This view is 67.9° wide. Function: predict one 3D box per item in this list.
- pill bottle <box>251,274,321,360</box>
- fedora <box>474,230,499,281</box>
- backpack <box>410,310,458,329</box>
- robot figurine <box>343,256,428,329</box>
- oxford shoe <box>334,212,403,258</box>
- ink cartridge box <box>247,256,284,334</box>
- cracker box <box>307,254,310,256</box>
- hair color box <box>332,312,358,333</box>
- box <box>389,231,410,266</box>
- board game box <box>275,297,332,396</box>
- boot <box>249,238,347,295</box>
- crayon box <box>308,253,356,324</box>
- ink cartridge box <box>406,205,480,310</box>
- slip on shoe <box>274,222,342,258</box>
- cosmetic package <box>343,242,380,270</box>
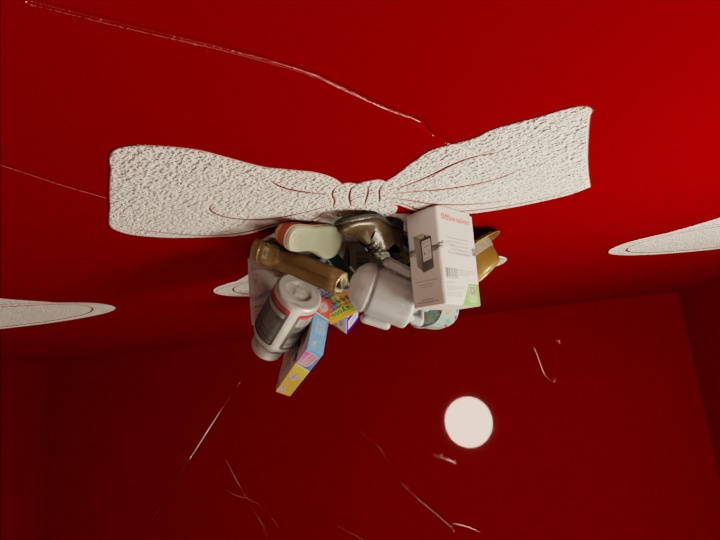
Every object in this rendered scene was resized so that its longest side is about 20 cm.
[{"bbox_3d":[-0.177,0.113,1.215,0.109,0.112,0.201,3,135,-38],"label":"pill bottle"},{"bbox_3d":[0.285,-0.015,1.344,0.199,0.082,0.201,-34,167,-9],"label":"fedora"},{"bbox_3d":[0.205,0.074,1.602,0.149,0.205,0.176,4,165,-41],"label":"backpack"},{"bbox_3d":[0.057,0.053,1.185,0.196,0.172,0.113,20,-158,-2],"label":"robot figurine"},{"bbox_3d":[0.026,-0.071,1.115,0.198,0.086,0.072,8,164,-44],"label":"oxford shoe"},{"bbox_3d":[-0.214,0.065,1.314,0.114,0.205,0.067,-4,-172,-10],"label":"ink cartridge box"},{"bbox_3d":[-0.148,0.035,1.394,0.196,0.137,0.058,-10,167,16],"label":"cracker box"},{"bbox_3d":[-0.100,0.079,1.476,0.198,0.065,0.110,35,157,15],"label":"hair color box"},{"bbox_3d":[0.115,-0.031,1.348,0.064,0.071,0.200,-31,167,0],"label":"box"},{"bbox_3d":[-0.134,0.180,1.261,0.040,0.155,0.201,23,134,-15],"label":"board game box"},{"bbox_3d":[-0.120,-0.005,1.139,0.196,0.067,0.175,21,-174,10],"label":"boot"},{"bbox_3d":[-0.062,0.046,1.270,0.124,0.052,0.200,-28,119,28],"label":"crayon box"},{"bbox_3d":[0.178,-0.022,1.143,0.083,0.205,0.144,-13,167,41],"label":"ink cartridge box"},{"bbox_3d":[-0.104,-0.069,1.128,0.060,0.076,0.198,24,-168,32],"label":"slip on shoe"},{"bbox_3d":[0.000,0.000,1.391,0.085,0.106,0.200,-2,166,-5],"label":"cosmetic package"}]
